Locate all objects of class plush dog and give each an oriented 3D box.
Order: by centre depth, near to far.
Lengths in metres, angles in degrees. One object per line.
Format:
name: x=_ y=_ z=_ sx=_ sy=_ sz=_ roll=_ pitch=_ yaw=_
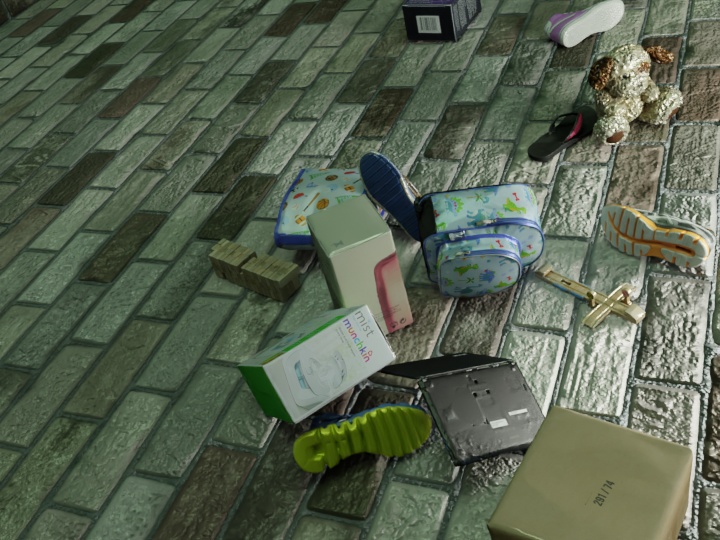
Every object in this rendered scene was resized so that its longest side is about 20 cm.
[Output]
plush dog: x=0.528 y=-0.374 z=1.629 sx=0.199 sy=0.172 sz=0.161 roll=-23 pitch=47 yaw=-10

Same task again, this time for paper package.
paper package: x=0.278 y=0.287 z=0.977 sx=0.190 sy=0.104 sz=0.200 roll=15 pitch=48 yaw=32

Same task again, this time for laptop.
laptop: x=0.143 y=0.188 z=1.158 sx=0.177 sy=0.103 sz=0.200 roll=-6 pitch=57 yaw=-30

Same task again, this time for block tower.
block tower: x=-0.198 y=-0.001 z=1.519 sx=0.200 sy=0.058 sz=0.054 roll=18 pitch=49 yaw=37

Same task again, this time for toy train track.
toy train track: x=0.366 y=0.029 z=1.317 sx=0.115 sy=0.033 sz=0.200 roll=-36 pitch=42 yaw=-24

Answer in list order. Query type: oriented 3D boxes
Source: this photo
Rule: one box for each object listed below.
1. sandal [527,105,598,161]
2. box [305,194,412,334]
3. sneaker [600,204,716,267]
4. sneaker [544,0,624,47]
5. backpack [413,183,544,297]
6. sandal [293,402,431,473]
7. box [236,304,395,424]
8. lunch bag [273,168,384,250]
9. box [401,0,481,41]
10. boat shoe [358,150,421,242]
sandal: x=0.421 y=-0.291 z=1.677 sx=0.200 sy=0.045 sz=0.075 roll=-37 pitch=44 yaw=-26
box: x=0.000 y=0.000 z=1.336 sx=0.109 sy=0.200 sz=0.128 roll=-22 pitch=39 yaw=-8
sneaker: x=0.496 y=-0.064 z=1.364 sx=0.077 sy=0.079 sz=0.200 roll=-27 pitch=42 yaw=-36
sneaker: x=0.550 y=-0.632 z=2.032 sx=0.200 sy=0.073 sz=0.114 roll=-26 pitch=37 yaw=-13
backpack: x=0.202 y=-0.046 z=1.352 sx=0.199 sy=0.183 sz=0.147 roll=-12 pitch=62 yaw=3
sandal: x=0.002 y=0.226 z=1.166 sx=0.199 sy=0.080 sz=0.087 roll=-8 pitch=12 yaw=-4
box: x=-0.069 y=0.137 z=1.206 sx=0.176 sy=0.097 sz=0.200 roll=-31 pitch=4 yaw=-18
lunch bag: x=-0.057 y=-0.103 z=1.545 sx=0.169 sy=0.124 sz=0.200 roll=-1 pitch=32 yaw=17
box: x=0.224 y=-0.712 z=2.207 sx=0.148 sy=0.105 sz=0.200 roll=8 pitch=44 yaw=27
boat shoe: x=0.068 y=-0.140 z=1.517 sx=0.072 sy=0.200 sz=0.072 roll=-33 pitch=11 yaw=19
